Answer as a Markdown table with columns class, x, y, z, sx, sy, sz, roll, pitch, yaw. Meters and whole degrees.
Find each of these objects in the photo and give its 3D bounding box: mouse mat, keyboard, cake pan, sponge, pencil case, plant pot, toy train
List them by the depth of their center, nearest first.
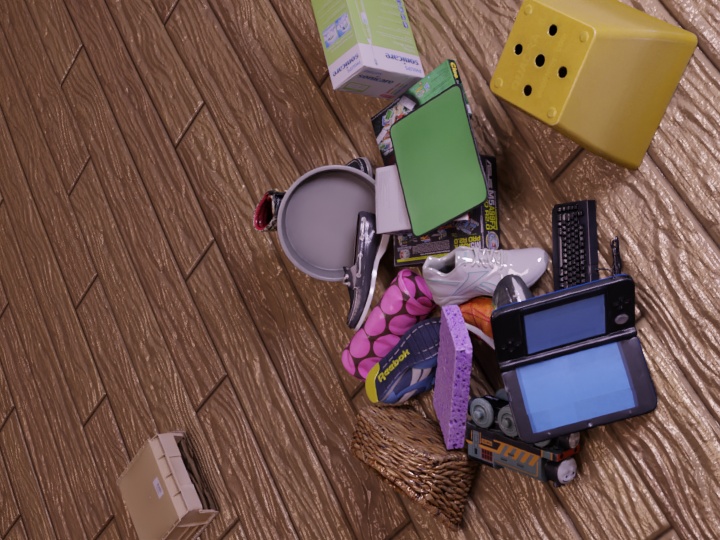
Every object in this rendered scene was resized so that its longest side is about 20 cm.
| class | x | y | z | sx | sy | sz | roll | pitch | yaw |
| --- | --- | --- | --- | --- | --- | --- | --- | --- | --- |
| plant pot | 0.298 | -0.273 | 1.453 | 0.200 | 0.176 | 0.201 | 39 | 117 | 39 |
| keyboard | 0.327 | -0.001 | 1.530 | 0.127 | 0.021 | 0.202 | -5 | 86 | 47 |
| toy train | 0.239 | 0.248 | 1.579 | 0.199 | 0.085 | 0.115 | 13 | 110 | 45 |
| sponge | 0.141 | 0.164 | 1.628 | 0.112 | 0.030 | 0.201 | -103 | 12 | -55 |
| mouse mat | 0.118 | -0.167 | 1.633 | 0.161 | 0.008 | 0.201 | -27 | 68 | 40 |
| pencil case | 0.054 | 0.097 | 1.774 | 0.093 | 0.091 | 0.200 | 33 | 120 | -2 |
| cake pan | -0.044 | -0.082 | 1.826 | 0.037 | 0.199 | 0.202 | -115 | 36 | -77 |

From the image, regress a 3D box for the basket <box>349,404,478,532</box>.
| class | x | y | z | sx | sy | sz | roll | pitch | yaw |
| --- | --- | --- | --- | --- | --- | --- | --- | --- | --- |
| basket | 0.070 | 0.322 | 1.708 | 0.200 | 0.142 | 0.150 | 29 | 109 | 44 |

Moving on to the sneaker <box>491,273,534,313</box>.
| class | x | y | z | sx | sy | sz | roll | pitch | yaw |
| --- | --- | --- | --- | --- | --- | --- | --- | --- | --- |
| sneaker | 0.256 | 0.098 | 1.544 | 0.074 | 0.084 | 0.201 | -25 | 82 | 57 |

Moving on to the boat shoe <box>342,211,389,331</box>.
| class | x | y | z | sx | sy | sz | roll | pitch | yaw |
| --- | --- | --- | --- | --- | --- | --- | --- | --- | --- |
| boat shoe | 0.000 | 0.000 | 1.783 | 0.074 | 0.060 | 0.201 | -163 | 88 | -81 |

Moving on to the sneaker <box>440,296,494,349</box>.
| class | x | y | z | sx | sy | sz | roll | pitch | yaw |
| --- | --- | --- | --- | --- | --- | --- | --- | --- | --- |
| sneaker | 0.195 | 0.071 | 1.649 | 0.200 | 0.073 | 0.077 | 35 | 89 | 40 |

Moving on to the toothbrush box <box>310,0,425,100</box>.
| class | x | y | z | sx | sy | sz | roll | pitch | yaw |
| --- | --- | --- | --- | --- | --- | --- | --- | --- | --- |
| toothbrush box | 0.009 | -0.401 | 1.789 | 0.086 | 0.145 | 0.201 | -31 | 68 | 41 |

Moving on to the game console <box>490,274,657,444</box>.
| class | x | y | z | sx | sy | sz | roll | pitch | yaw |
| --- | --- | --- | --- | --- | --- | --- | --- | --- | --- |
| game console | 0.289 | 0.120 | 1.429 | 0.171 | 0.199 | 0.119 | 74 | -179 | -47 |

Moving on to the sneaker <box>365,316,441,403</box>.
| class | x | y | z | sx | sy | sz | roll | pitch | yaw |
| --- | --- | --- | --- | --- | --- | --- | --- | --- | --- |
| sneaker | 0.097 | 0.149 | 1.738 | 0.200 | 0.082 | 0.074 | -42 | 45 | 27 |

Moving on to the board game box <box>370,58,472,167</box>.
| class | x | y | z | sx | sy | sz | roll | pitch | yaw |
| --- | --- | --- | --- | --- | --- | --- | --- | --- | --- |
| board game box | 0.099 | -0.257 | 1.779 | 0.200 | 0.023 | 0.105 | -31 | 65 | 43 |

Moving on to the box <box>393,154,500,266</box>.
| class | x | y | z | sx | sy | sz | roll | pitch | yaw |
| --- | --- | --- | --- | --- | --- | --- | --- | --- | --- |
| box | 0.135 | -0.093 | 1.721 | 0.199 | 0.044 | 0.161 | -8 | 84 | 47 |

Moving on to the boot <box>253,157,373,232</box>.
| class | x | y | z | sx | sy | sz | roll | pitch | yaw |
| --- | --- | --- | --- | --- | --- | --- | --- | --- | --- |
| boot | -0.083 | -0.127 | 1.874 | 0.204 | 0.153 | 0.074 | -46 | 56 | 37 |

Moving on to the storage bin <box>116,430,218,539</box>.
| class | x | y | z | sx | sy | sz | roll | pitch | yaw |
| --- | --- | --- | --- | --- | --- | --- | --- | --- | --- |
| storage bin | -0.411 | 0.476 | 2.257 | 0.199 | 0.093 | 0.201 | -50 | 55 | 33 |

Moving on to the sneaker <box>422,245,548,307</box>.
| class | x | y | z | sx | sy | sz | roll | pitch | yaw |
| --- | --- | --- | --- | --- | --- | --- | --- | --- | --- |
| sneaker | 0.185 | -0.001 | 1.604 | 0.199 | 0.080 | 0.071 | -15 | 41 | 25 |

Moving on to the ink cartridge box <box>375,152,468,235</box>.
| class | x | y | z | sx | sy | sz | roll | pitch | yaw |
| --- | --- | --- | --- | --- | --- | --- | --- | --- | --- |
| ink cartridge box | 0.108 | -0.119 | 1.682 | 0.199 | 0.050 | 0.110 | -6 | 83 | 46 |
